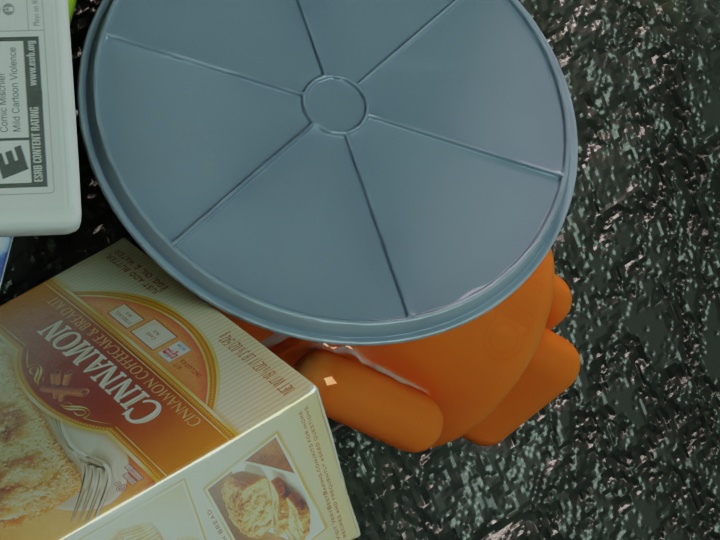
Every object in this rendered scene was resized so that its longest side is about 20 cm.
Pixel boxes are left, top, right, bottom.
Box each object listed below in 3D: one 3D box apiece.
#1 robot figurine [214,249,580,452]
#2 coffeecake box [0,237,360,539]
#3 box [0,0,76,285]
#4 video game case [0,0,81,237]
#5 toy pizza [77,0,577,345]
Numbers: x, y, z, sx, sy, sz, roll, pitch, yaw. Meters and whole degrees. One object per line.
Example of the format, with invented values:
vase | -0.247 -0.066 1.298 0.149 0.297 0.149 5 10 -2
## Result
robot figurine | 0.000 -0.001 1.187 0.199 0.116 0.145 29 75 -29
coffeecake box | -0.127 0.087 1.042 0.199 0.153 0.073 -30 125 -20
box | -0.184 -0.068 1.102 0.121 0.048 0.201 20 77 -30
video game case | -0.190 -0.108 0.953 0.181 0.022 0.201 -3 83 -15
toy pizza | -0.013 -0.057 1.109 0.199 0.032 0.201 7 61 -12
